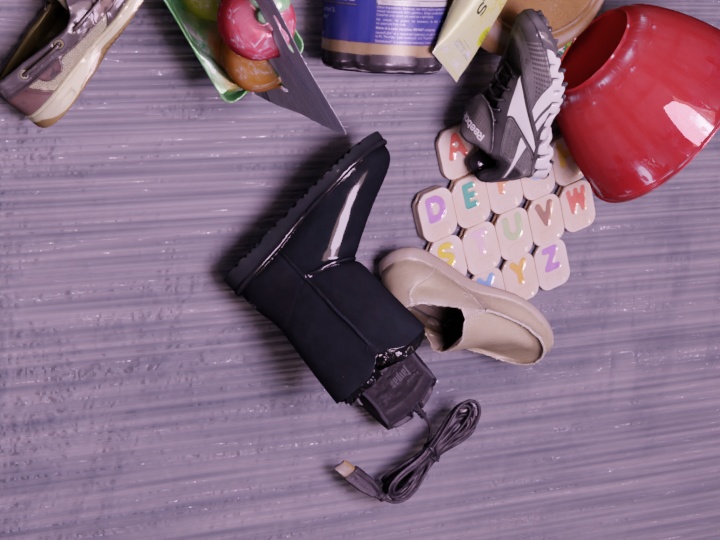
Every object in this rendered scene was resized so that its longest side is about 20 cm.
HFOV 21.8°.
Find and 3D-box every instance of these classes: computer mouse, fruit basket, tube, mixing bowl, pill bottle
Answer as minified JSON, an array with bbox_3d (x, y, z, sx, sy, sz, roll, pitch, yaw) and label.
[{"bbox_3d":[0.010,0.126,1.763,0.141,0.046,0.200,-49,119,-6],"label":"computer mouse"},{"bbox_3d":[-0.088,-0.209,1.537,0.094,0.200,0.186,-39,117,-17],"label":"fruit basket"},{"bbox_3d":[0.121,-0.266,1.651,0.058,0.052,0.201,30,85,-25],"label":"tube"},{"bbox_3d":[0.253,-0.175,1.758,0.108,0.200,0.201,36,82,-23],"label":"mixing bowl"},{"bbox_3d":[0.024,-0.277,1.641,0.111,0.112,0.202,-3,102,-30],"label":"pill bottle"}]

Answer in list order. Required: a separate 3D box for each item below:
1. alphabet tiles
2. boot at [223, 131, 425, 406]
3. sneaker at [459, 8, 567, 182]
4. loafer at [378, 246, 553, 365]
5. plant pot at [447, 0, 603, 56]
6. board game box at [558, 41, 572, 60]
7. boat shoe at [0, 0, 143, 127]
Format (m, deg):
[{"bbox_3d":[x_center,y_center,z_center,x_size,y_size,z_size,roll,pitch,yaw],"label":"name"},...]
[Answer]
[{"bbox_3d":[0.142,-0.059,1.818,0.199,0.015,0.197,-23,111,-25],"label":"alphabet tiles"},{"bbox_3d":[0.000,0.000,1.670,0.168,0.076,0.200,44,83,0],"label":"boot"},{"bbox_3d":[0.136,-0.150,1.716,0.090,0.067,0.201,-17,141,-15],"label":"sneaker"},{"bbox_3d":[0.097,0.049,1.772,0.199,0.076,0.069,26,52,-24],"label":"loafer"},{"bbox_3d":[0.160,-0.293,1.713,0.198,0.027,0.202,-8,105,-29],"label":"plant pot"},{"bbox_3d":[0.190,-0.305,1.772,0.101,0.048,0.201,35,83,-32],"label":"board game box"},{"bbox_3d":[-0.230,-0.215,1.525,0.066,0.072,0.202,31,89,-37],"label":"boat shoe"}]
